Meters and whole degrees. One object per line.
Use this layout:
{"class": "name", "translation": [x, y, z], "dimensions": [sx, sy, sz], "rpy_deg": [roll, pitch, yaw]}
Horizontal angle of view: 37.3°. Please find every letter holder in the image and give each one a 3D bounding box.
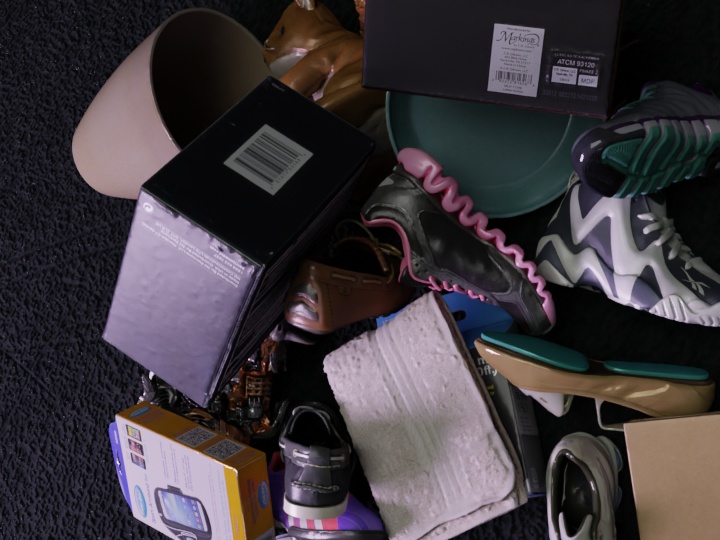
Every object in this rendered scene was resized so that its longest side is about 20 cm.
{"class": "letter holder", "translation": [0.121, -0.194, 0.859], "dimensions": [0.200, 0.142, 0.101], "rpy_deg": [11, 111, 22]}

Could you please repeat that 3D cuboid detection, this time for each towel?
{"class": "towel", "translation": [0.051, 0.133, 0.920], "dimensions": [0.132, 0.034, 0.200], "rpy_deg": [-32, 68, 20]}

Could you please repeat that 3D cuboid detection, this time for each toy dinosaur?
{"class": "toy dinosaur", "translation": [-0.147, 0.147, 1.070], "dimensions": [0.136, 0.102, 0.200], "rpy_deg": [25, 77, 15]}

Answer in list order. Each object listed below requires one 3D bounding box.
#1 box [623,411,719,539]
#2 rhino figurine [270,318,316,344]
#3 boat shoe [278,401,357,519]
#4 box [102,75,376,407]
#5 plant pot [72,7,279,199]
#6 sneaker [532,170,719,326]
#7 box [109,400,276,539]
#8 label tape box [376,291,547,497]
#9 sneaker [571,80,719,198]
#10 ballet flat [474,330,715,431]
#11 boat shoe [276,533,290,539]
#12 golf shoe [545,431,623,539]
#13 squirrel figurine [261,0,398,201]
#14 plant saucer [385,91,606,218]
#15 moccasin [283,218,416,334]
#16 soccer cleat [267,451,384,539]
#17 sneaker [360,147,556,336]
{"class": "box", "translation": [0.299, 0.207, 0.824], "dimensions": [0.163, 0.021, 0.200], "rpy_deg": [-9, 87, 20]}
{"class": "rhino figurine", "translation": [-0.111, 0.010, 1.078], "dimensions": [0.200, 0.087, 0.060], "rpy_deg": [41, 128, 27]}
{"class": "boat shoe", "translation": [-0.038, 0.152, 0.959], "dimensions": [0.072, 0.200, 0.068], "rpy_deg": [-2, 102, -3]}
{"class": "box", "translation": [-0.108, -0.025, 0.926], "dimensions": [0.123, 0.200, 0.198], "rpy_deg": [32, 135, 7]}
{"class": "plant pot", "translation": [-0.206, -0.150, 1.118], "dimensions": [0.200, 0.187, 0.188], "rpy_deg": [-16, 73, 39]}
{"class": "sneaker", "translation": [0.249, -0.032, 0.891], "dimensions": [0.199, 0.079, 0.130], "rpy_deg": [19, 98, 40]}
{"class": "box", "translation": [-0.162, 0.200, 1.005], "dimensions": [0.200, 0.041, 0.119], "rpy_deg": [16, 119, 42]}
{"class": "label tape box", "translation": [0.077, 0.115, 0.966], "dimensions": [0.144, 0.063, 0.200], "rpy_deg": [-17, 74, 24]}
{"class": "sneaker", "translation": [0.230, -0.114, 0.867], "dimensions": [0.088, 0.200, 0.074], "rpy_deg": [57, 137, 32]}
{"class": "ballet flat", "translation": [0.189, 0.098, 0.883], "dimensions": [0.200, 0.069, 0.063], "rpy_deg": [11, 101, 9]}
{"class": "boat shoe", "translation": [-0.019, 0.289, 0.984], "dimensions": [0.200, 0.067, 0.074], "rpy_deg": [8, 84, 29]}
{"class": "golf shoe", "translation": [0.180, 0.233, 0.871], "dimensions": [0.078, 0.097, 0.200], "rpy_deg": [-13, 76, 24]}
{"class": "squirrel figurine", "translation": [0.001, -0.209, 1.048], "dimensions": [0.200, 0.142, 0.187], "rpy_deg": [-36, 55, 3]}
{"class": "plant saucer", "translation": [0.120, -0.148, 0.962], "dimensions": [0.200, 0.036, 0.200], "rpy_deg": [-1, 102, -5]}
{"class": "moccasin", "translation": [-0.001, 0.000, 0.952], "dimensions": [0.074, 0.201, 0.078], "rpy_deg": [20, 106, 29]}
{"class": "soccer cleat", "translation": [-0.041, 0.208, 0.972], "dimensions": [0.200, 0.068, 0.073], "rpy_deg": [-9, 72, 61]}
{"class": "sneaker", "translation": [0.080, -0.008, 0.920], "dimensions": [0.095, 0.079, 0.200], "rpy_deg": [-44, 87, -6]}
